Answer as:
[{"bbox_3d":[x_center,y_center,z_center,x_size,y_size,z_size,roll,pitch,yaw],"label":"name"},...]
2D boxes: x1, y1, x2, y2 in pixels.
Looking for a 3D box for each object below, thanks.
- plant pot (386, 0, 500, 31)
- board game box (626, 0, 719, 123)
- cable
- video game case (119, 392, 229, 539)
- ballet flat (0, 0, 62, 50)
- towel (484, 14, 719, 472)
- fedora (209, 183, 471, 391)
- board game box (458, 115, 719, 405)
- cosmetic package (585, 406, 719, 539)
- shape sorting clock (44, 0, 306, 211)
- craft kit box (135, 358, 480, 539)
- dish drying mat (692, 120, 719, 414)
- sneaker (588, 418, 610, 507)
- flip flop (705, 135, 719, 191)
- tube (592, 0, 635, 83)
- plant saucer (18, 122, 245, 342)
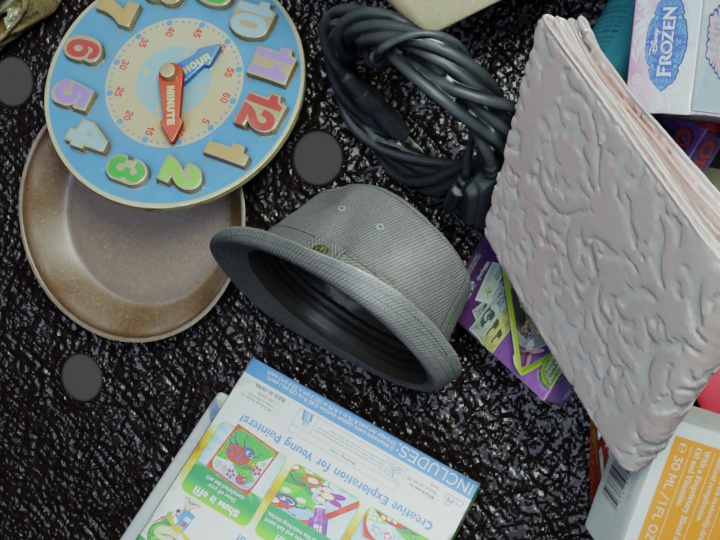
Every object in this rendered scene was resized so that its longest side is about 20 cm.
[{"bbox_3d":[0.076,-0.262,0.681,0.199,0.200,0.178,-22,102,27],"label":"plant pot"},{"bbox_3d":[0.224,-0.183,0.621,0.041,0.199,0.202,11,99,42],"label":"board game box"},{"bbox_3d":[0.037,-0.112,0.720,0.051,0.200,0.163,-43,73,-11],"label":"cable"},{"bbox_3d":[-0.072,0.213,0.813,0.199,0.022,0.183,28,67,13],"label":"video game case"},{"bbox_3d":[-0.325,-0.191,0.884,0.199,0.065,0.071,-37,84,18],"label":"ballet flat"},{"bbox_3d":[0.136,-0.011,0.610,0.032,0.201,0.192,-18,60,-16],"label":"towel"},{"bbox_3d":[0.000,0.000,0.769,0.199,0.177,0.091,20,68,40],"label":"fedora"},{"bbox_3d":[0.143,-0.026,0.739,0.201,0.032,0.120,-61,39,15],"label":"board game box"},{"bbox_3d":[0.256,0.157,0.694,0.198,0.071,0.103,17,98,-6],"label":"cosmetic package"},{"bbox_3d":[-0.138,-0.139,0.809,0.197,0.039,0.202,-1,72,3],"label":"shape sorting clock"},{"bbox_3d":[-0.045,0.195,0.788,0.199,0.049,0.198,28,64,13],"label":"craft kit box"},{"bbox_3d":[0.238,-0.001,0.747,0.076,0.018,0.202,-19,88,16],"label":"dish drying mat"},{"bbox_3d":[0.196,0.087,0.754,0.076,0.073,0.203,-3,99,-3],"label":"sneaker"},{"bbox_3d":[0.306,-0.029,0.703,0.199,0.057,0.082,26,106,19],"label":"flip flop"},{"bbox_3d":[0.169,-0.150,0.699,0.050,0.077,0.201,33,86,-3],"label":"tube"},{"bbox_3d":[-0.175,-0.046,0.866,0.198,0.037,0.203,2,96,17],"label":"plant saucer"}]
